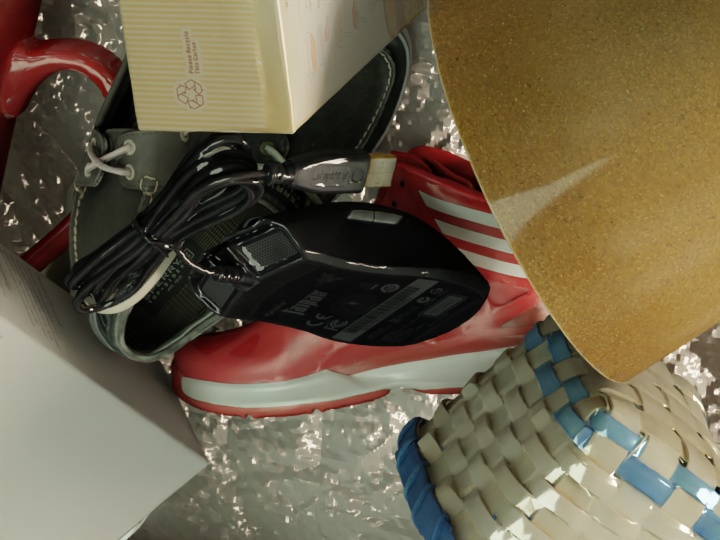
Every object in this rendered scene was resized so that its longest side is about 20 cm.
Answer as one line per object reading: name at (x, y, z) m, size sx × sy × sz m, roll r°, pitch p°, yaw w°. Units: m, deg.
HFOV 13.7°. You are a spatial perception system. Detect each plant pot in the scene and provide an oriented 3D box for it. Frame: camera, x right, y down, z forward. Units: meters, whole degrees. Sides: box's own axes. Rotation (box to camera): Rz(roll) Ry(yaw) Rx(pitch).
plant pot at (0.158, -0.077, 1.226) m, size 0.199 × 0.186 × 0.187 m, roll -24°, pitch 103°, yaw 17°

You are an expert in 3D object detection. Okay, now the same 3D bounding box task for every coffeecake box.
coffeecake box at (-0.029, -0.164, 1.237) m, size 0.073 × 0.200 × 0.154 m, roll 3°, pitch 115°, yaw 23°

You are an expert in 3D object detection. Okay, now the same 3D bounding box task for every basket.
basket at (0.072, 0.132, 1.301) m, size 0.139 × 0.176 × 0.200 m, roll 38°, pitch 105°, yaw -19°

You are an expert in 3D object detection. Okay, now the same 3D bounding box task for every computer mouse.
computer mouse at (-0.015, -0.021, 1.264) m, size 0.140 × 0.199 × 0.046 m, roll -40°, pitch 52°, yaw 46°

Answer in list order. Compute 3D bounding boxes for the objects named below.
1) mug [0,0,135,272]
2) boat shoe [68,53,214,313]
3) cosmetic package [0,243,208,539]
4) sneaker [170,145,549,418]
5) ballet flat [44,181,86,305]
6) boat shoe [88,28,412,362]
mug at (-0.209, -0.049, 1.384) m, size 0.177 × 0.133 × 0.201 m, roll 28°, pitch 115°, yaw 35°
boat shoe at (-0.089, -0.079, 1.317) m, size 0.067 × 0.201 × 0.057 m, roll 5°, pitch 153°, yaw 44°
cosmetic package at (-0.175, 0.057, 1.357) m, size 0.113 × 0.081 × 0.200 m, roll -39°, pitch 137°, yaw 9°
sneaker at (0.000, 0.000, 1.391) m, size 0.199 × 0.078 × 0.116 m, roll -7°, pitch 103°, yaw 13°
ballet flat at (-0.116, -0.008, 1.433) m, size 0.068 × 0.068 × 0.200 m, roll 37°, pitch 123°, yaw 14°
boat shoe at (-0.042, -0.033, 1.340) m, size 0.072 × 0.071 × 0.200 m, roll 37°, pitch 94°, yaw -22°
